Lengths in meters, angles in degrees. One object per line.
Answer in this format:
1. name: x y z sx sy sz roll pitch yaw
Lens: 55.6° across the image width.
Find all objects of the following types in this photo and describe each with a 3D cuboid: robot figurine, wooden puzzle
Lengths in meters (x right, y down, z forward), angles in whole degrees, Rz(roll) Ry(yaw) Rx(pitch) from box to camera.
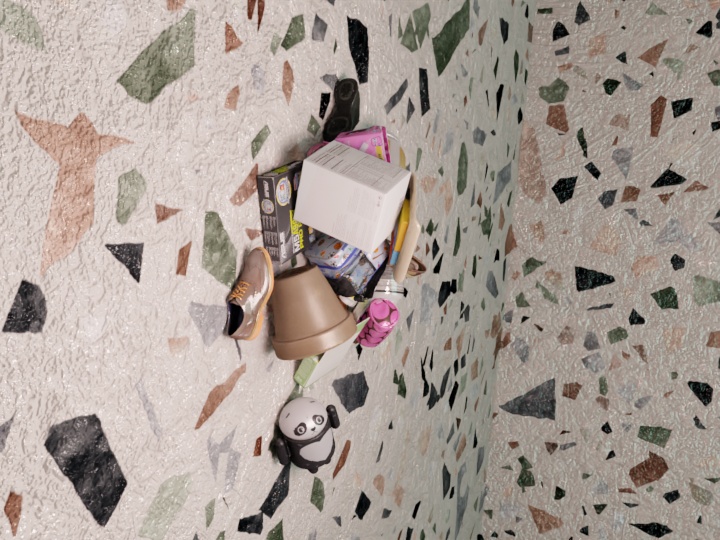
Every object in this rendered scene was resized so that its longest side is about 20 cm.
1. robot figurine: -0.128 0.406 1.680 0.151 0.124 0.201 -69 154 -52
2. wooden puzzle: 0.097 -0.102 1.597 0.201 0.037 0.186 -91 -167 -47

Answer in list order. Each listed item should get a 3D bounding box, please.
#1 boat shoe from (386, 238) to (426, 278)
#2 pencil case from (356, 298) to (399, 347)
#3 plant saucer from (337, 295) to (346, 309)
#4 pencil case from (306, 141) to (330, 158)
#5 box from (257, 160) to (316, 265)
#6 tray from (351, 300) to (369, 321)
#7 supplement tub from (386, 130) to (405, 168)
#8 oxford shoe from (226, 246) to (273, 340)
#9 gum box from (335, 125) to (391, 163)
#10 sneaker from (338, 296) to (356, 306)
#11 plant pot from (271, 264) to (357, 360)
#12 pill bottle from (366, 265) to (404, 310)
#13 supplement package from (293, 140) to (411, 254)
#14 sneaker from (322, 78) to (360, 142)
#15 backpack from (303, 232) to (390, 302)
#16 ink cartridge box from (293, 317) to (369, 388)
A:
1. boat shoe: 0.100 -0.041 1.876 0.199 0.072 0.073 33 70 -27
2. pencil case: 0.037 0.134 1.775 0.200 0.090 0.094 124 -49 -64
3. plant saucer: -0.087 0.126 1.787 0.200 0.037 0.202 -27 121 -58
4. pencil case: -0.071 -0.213 1.674 0.087 0.082 0.201 -112 -176 -50
5. box: -0.163 -0.133 1.548 0.160 0.044 0.202 -38 131 -57
6. tray: -0.007 0.104 1.853 0.108 0.022 0.200 -59 -179 -18
7. supplement tub: 0.047 -0.260 1.782 0.201 0.143 0.145 -87 164 -44
8. oxford shoe: -0.234 0.048 1.430 0.073 0.071 0.202 10 89 -59
9. gum box: 0.015 -0.242 1.630 0.066 0.112 0.202 -66 148 -64
10. sneaker: 0.000 0.000 1.811 0.078 0.090 0.201 26 43 -21
11. plant pot: -0.123 0.085 1.559 0.200 0.199 0.176 -34 110 -57
12. pill bottle: 0.068 0.028 1.963 0.116 0.115 0.202 12 80 -64
13. supplement package: -0.019 -0.167 1.517 0.151 0.199 0.153 -46 156 -52
14. sneaker: -0.035 -0.376 1.715 0.091 0.075 0.202 47 58 -67
15. backpack: -0.029 -0.039 1.662 0.190 0.199 0.155 -44 125 -25
16. ink cartridge box: -0.073 0.192 1.694 0.145 0.048 0.201 -26 152 -49
